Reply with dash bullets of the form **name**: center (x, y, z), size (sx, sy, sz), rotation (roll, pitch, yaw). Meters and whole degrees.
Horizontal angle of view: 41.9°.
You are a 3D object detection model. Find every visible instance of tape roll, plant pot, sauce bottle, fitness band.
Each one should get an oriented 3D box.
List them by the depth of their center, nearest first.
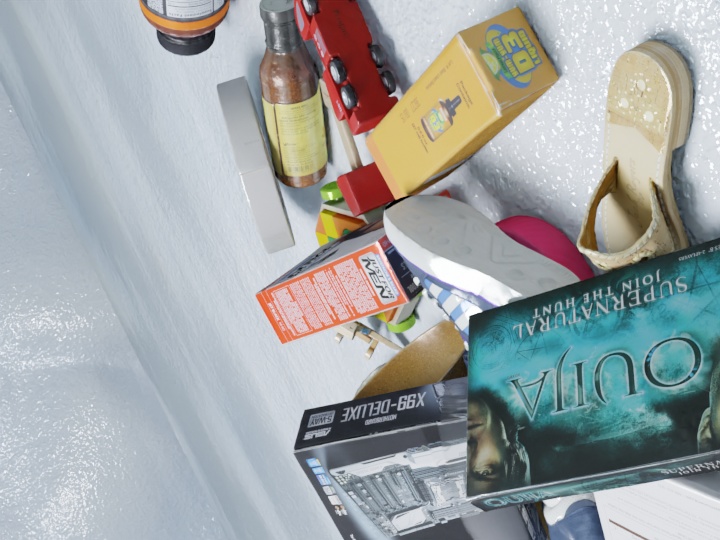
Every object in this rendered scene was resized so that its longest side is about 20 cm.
- **fitness band**: center (0.156, 0.052, 0.778), size (0.203, 0.037, 0.143), rotation (63, 156, 0)
- **plant pot**: center (0.100, 0.176, 0.884), size (0.201, 0.186, 0.186), rotation (48, 158, -8)
- **sauce bottle**: center (-0.071, -0.184, 0.977), size (0.066, 0.065, 0.203), rotation (42, 148, 39)
- **tape roll**: center (-0.119, -0.120, 1.084), size (0.203, 0.036, 0.207), rotation (163, 91, -88)

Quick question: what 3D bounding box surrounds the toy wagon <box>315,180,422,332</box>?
- **toy wagon**: center (0.017, -0.010, 1.001), size (0.199, 0.039, 0.158), rotation (22, 134, 57)

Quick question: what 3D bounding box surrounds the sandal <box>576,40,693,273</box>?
- **sandal**: center (0.169, -0.038, 0.618), size (0.077, 0.069, 0.215), rotation (36, 144, 46)

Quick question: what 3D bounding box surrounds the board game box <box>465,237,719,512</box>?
- **board game box**: center (0.154, 0.067, 0.588), size (0.197, 0.138, 0.028), rotation (-21, 140, 35)

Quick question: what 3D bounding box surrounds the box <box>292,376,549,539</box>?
- **box**: center (0.056, 0.187, 0.773), size (0.050, 0.155, 0.202), rotation (-75, -34, -53)

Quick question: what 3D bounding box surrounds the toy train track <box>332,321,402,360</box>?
- **toy train track**: center (-0.008, 0.072, 1.033), size (0.113, 0.033, 0.200), rotation (30, 178, 9)

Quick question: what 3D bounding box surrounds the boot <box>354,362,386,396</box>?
- **boot**: center (0.057, 0.233, 1.128), size (0.200, 0.072, 0.183), rotation (47, 138, 20)

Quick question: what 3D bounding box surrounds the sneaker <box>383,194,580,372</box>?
- **sneaker**: center (0.091, 0.041, 0.759), size (0.199, 0.080, 0.149), rotation (32, 136, 37)

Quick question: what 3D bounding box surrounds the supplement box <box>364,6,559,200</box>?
- **supplement box**: center (0.072, -0.123, 0.740), size (0.067, 0.068, 0.200), rotation (61, 158, 3)

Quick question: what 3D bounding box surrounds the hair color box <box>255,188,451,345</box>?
- **hair color box**: center (0.000, 0.000, 0.888), size (0.198, 0.110, 0.065), rotation (-20, 103, 49)

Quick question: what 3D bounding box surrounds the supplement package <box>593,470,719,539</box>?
- **supplement package**: center (0.246, 0.184, 0.619), size (0.119, 0.120, 0.204), rotation (14, 127, 57)

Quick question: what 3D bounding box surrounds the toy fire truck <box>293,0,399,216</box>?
- **toy fire truck**: center (-0.012, -0.164, 0.884), size (0.141, 0.048, 0.203), rotation (138, 110, -74)

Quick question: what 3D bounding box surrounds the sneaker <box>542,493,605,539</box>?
- **sneaker**: center (0.201, 0.219, 0.785), size (0.200, 0.079, 0.149), rotation (42, -146, -63)

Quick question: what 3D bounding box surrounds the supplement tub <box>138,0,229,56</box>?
- **supplement tub**: center (-0.194, -0.333, 1.028), size (0.108, 0.106, 0.201), rotation (52, 154, 23)
